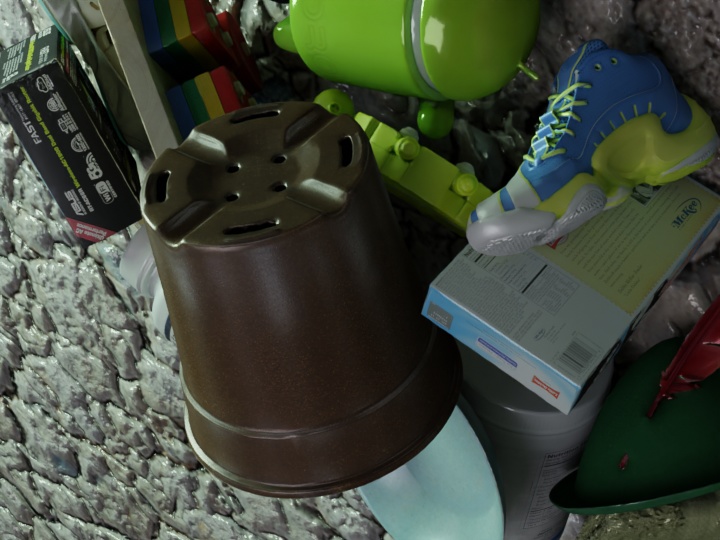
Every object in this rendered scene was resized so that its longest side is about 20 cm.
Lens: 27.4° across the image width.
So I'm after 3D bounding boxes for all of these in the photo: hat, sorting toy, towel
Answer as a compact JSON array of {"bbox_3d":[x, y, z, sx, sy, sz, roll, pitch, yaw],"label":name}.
[{"bbox_3d":[0.210,0.060,1.054,0.166,0.199,0.177,-108,2,-86],"label":"hat"},{"bbox_3d":[-0.113,-0.132,1.113,0.200,0.069,0.199,43,-156,-74],"label":"sorting toy"},{"bbox_3d":[0.229,0.215,1.138,0.148,0.037,0.200,-3,149,-8],"label":"towel"}]

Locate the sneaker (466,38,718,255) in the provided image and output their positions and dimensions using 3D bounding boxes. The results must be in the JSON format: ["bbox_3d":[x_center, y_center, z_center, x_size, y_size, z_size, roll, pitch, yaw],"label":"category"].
[{"bbox_3d":[0.133,-0.083,0.941,0.105,0.200,0.076,64,149,6],"label":"sneaker"}]

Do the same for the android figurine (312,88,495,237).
[{"bbox_3d":[0.040,-0.069,1.054,0.182,0.041,0.200,32,179,-4],"label":"android figurine"}]

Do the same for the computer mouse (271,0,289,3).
[{"bbox_3d":[-0.103,-0.266,1.070,0.059,0.034,0.200,14,150,53],"label":"computer mouse"}]

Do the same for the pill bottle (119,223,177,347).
[{"bbox_3d":[-0.099,0.035,1.218,0.200,0.111,0.111,39,140,14],"label":"pill bottle"}]

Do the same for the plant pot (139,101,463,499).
[{"bbox_3d":[-0.045,0.010,0.974,0.200,0.200,0.199,17,138,32],"label":"plant pot"}]

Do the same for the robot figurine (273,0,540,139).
[{"bbox_3d":[0.033,-0.178,1.002,0.200,0.116,0.176,13,122,34],"label":"robot figurine"}]

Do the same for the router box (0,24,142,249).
[{"bbox_3d":[-0.249,-0.120,1.263,0.150,0.062,0.200,63,178,-20],"label":"router box"}]

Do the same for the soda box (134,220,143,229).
[{"bbox_3d":[-0.120,-0.003,1.326,0.200,0.068,0.064,53,140,-7],"label":"soda box"}]

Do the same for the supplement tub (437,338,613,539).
[{"bbox_3d":[0.118,0.130,1.172,0.132,0.132,0.200,29,138,22],"label":"supplement tub"}]

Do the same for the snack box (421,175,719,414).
[{"bbox_3d":[0.144,-0.010,0.974,0.116,0.200,0.037,35,146,16],"label":"snack box"}]

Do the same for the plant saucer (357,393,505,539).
[{"bbox_3d":[0.051,0.136,1.113,0.201,0.039,0.201,37,141,37],"label":"plant saucer"}]

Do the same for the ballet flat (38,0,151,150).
[{"bbox_3d":[-0.214,-0.199,1.266,0.064,0.067,0.200,-20,110,20],"label":"ballet flat"}]
